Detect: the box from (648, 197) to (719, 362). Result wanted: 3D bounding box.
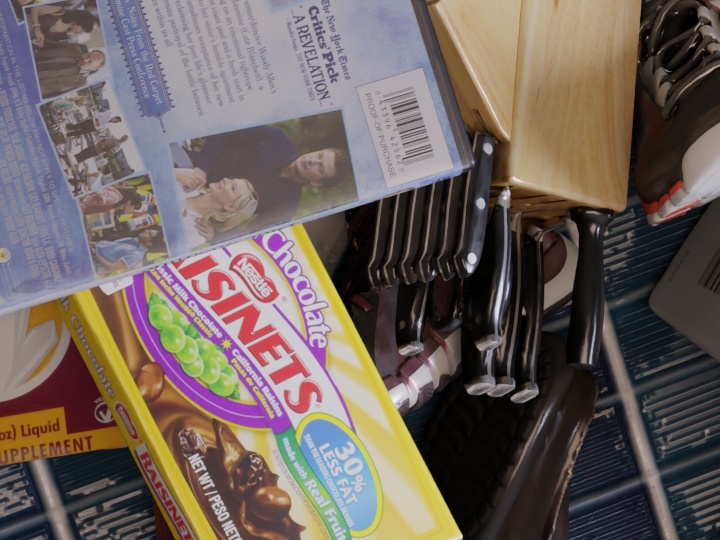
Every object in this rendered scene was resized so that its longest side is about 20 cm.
[{"bbox_3d":[0.265,-0.002,1.216,0.171,0.199,0.200,35,91,-15],"label":"box"}]

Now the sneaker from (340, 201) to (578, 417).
[{"bbox_3d":[0.000,0.000,1.207,0.200,0.076,0.116,-32,93,-43],"label":"sneaker"}]

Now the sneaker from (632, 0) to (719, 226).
[{"bbox_3d":[0.132,-0.072,1.185,0.077,0.200,0.082,-26,93,2],"label":"sneaker"}]

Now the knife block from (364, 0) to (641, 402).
[{"bbox_3d":[0.073,-0.055,1.177,0.200,0.064,0.176,-45,116,-36],"label":"knife block"}]

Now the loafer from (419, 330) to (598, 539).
[{"bbox_3d":[0.059,0.121,1.267,0.071,0.073,0.201,14,106,-30],"label":"loafer"}]

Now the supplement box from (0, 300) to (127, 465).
[{"bbox_3d":[-0.157,-0.026,1.160,0.110,0.086,0.201,-9,115,-11],"label":"supplement box"}]

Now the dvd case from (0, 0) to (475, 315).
[{"bbox_3d":[-0.072,-0.077,1.079,0.199,0.018,0.143,-17,86,-7],"label":"dvd case"}]

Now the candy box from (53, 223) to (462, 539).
[{"bbox_3d":[-0.048,0.036,1.107,0.102,0.026,0.201,-26,87,-31],"label":"candy box"}]

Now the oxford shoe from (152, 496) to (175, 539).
[{"bbox_3d":[-0.046,0.095,1.248,0.075,0.070,0.201,11,92,-45],"label":"oxford shoe"}]
